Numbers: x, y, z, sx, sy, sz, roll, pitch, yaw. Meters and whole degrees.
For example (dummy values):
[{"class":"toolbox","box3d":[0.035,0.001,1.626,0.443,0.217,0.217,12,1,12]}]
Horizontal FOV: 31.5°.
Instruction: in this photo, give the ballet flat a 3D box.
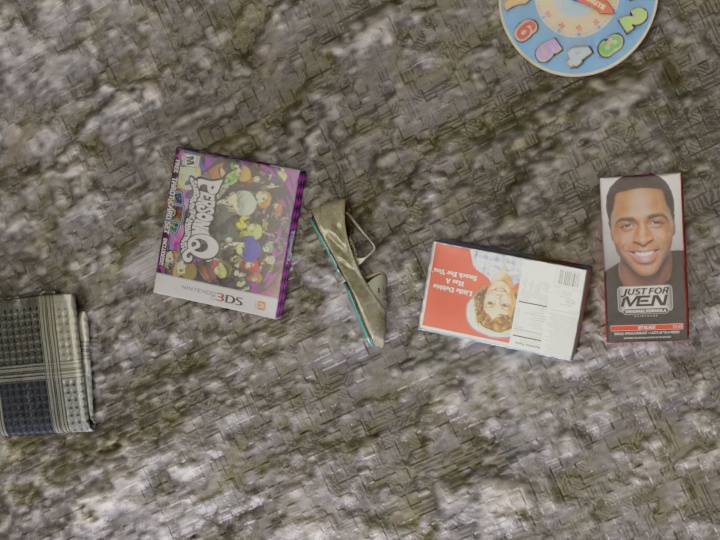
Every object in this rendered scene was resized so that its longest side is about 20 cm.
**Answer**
[{"class":"ballet flat","box3d":[0.000,0.000,1.644,0.062,0.067,0.202,-26,86,5]}]

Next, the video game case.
[{"class":"video game case","box3d":[-0.176,-0.051,1.701,0.179,0.036,0.202,12,96,13]}]

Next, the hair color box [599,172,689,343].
[{"class":"hair color box","box3d":[0.346,-0.015,1.551,0.100,0.061,0.203,-3,91,16]}]

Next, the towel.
[{"class":"towel","box3d":[-0.467,0.131,1.795,0.190,0.035,0.203,-5,94,18]}]

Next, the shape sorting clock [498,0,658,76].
[{"class":"shape sorting clock","box3d":[0.266,-0.340,1.567,0.198,0.039,0.203,1,93,15]}]

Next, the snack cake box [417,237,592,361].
[{"class":"snack cake box","box3d":[0.181,0.035,1.595,0.198,0.067,0.116,12,98,14]}]
